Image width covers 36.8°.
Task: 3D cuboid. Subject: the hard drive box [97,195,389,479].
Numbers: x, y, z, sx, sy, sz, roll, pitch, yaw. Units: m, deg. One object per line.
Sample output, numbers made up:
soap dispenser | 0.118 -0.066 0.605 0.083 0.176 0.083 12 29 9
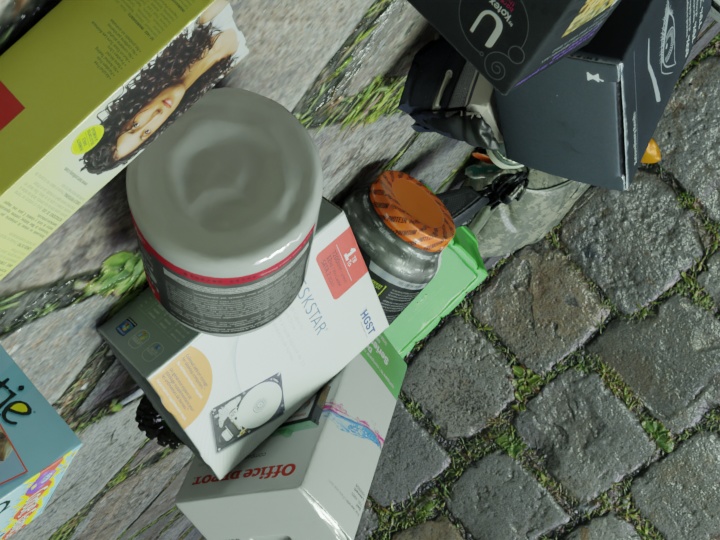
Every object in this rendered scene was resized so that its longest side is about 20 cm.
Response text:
hard drive box | -0.088 0.046 0.884 0.200 0.077 0.156 -42 140 -16

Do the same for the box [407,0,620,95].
box | 0.115 -0.220 0.613 0.106 0.122 0.200 -35 168 -40

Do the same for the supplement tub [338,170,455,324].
supplement tub | 0.000 0.000 1.117 0.200 0.123 0.122 -48 170 28

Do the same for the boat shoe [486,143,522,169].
boat shoe | 0.222 -0.178 1.151 0.200 0.073 0.062 -34 173 -15

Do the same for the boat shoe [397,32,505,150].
boat shoe | 0.100 -0.194 0.882 0.075 0.092 0.201 50 58 -49

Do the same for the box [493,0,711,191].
box | 0.185 -0.188 0.810 0.201 0.104 0.148 -60 153 -23

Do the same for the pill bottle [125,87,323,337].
pill bottle | -0.085 -0.022 0.682 0.111 0.111 0.200 -41 170 -17

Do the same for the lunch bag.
lunch bag | 0.219 -0.116 1.493 0.168 0.139 0.200 -38 169 -35

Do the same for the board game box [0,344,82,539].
board game box | -0.269 0.129 0.579 0.200 0.105 0.103 -34 168 -43

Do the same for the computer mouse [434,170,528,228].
computer mouse | 0.088 -0.057 1.201 0.199 0.053 0.138 -15 179 -5

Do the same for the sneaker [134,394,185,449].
sneaker | -0.151 0.074 1.009 0.200 0.078 0.085 -54 -170 36

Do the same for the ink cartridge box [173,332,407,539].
ink cartridge box | -0.058 0.146 0.968 0.144 0.084 0.201 -14 -143 32

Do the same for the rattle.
rattle | 0.228 -0.125 1.227 0.130 0.143 0.200 -25 -167 48

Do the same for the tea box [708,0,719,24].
tea box | 0.468 -0.406 1.281 0.197 0.134 0.200 -45 171 17

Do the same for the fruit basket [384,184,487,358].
fruit basket | 0.047 -0.004 1.383 0.215 0.155 0.216 -29 -142 26

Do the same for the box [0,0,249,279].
box | -0.140 -0.057 0.471 0.200 0.050 0.075 -43 171 -2
